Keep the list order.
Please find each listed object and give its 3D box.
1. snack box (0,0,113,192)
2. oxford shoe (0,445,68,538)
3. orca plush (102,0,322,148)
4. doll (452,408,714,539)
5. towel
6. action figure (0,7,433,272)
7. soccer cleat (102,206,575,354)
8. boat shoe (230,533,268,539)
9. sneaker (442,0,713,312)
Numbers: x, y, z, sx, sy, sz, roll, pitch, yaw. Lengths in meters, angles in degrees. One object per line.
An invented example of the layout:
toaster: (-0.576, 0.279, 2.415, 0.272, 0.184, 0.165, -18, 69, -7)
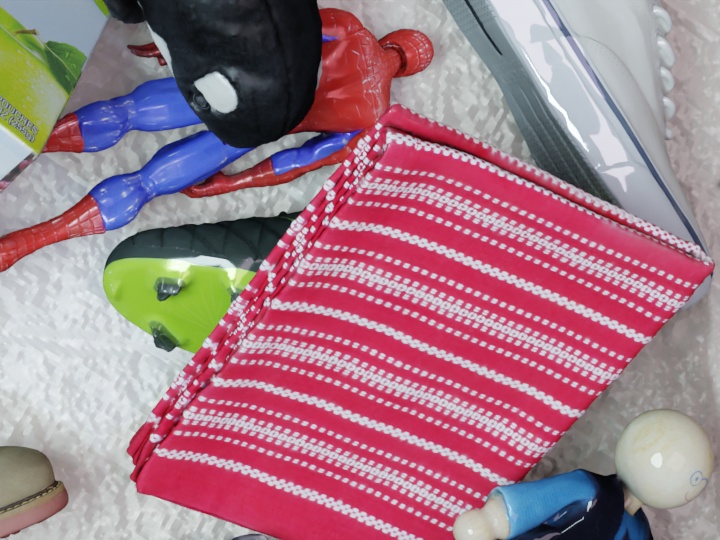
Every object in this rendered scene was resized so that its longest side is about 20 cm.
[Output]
snack box: (-0.179, -0.127, 0.763, 0.200, 0.053, 0.143, 39, 36, -18)
oxford shoe: (-0.202, 0.071, 0.798, 0.199, 0.070, 0.075, -4, 89, -21)
orca plush: (-0.033, -0.141, 0.782, 0.105, 0.071, 0.202, -1, 98, -39)
doll: (0.067, 0.136, 0.889, 0.200, 0.048, 0.136, -51, 139, -1)
towel: (0.018, 0.038, 0.836, 0.144, 0.023, 0.200, 23, 126, -22)
action figure: (-0.057, -0.057, 0.854, 0.199, 0.052, 0.066, -20, 105, -23)
soccer cleat: (0.000, 0.000, 0.875, 0.198, 0.068, 0.081, 5, 52, -7)
boat shoe: (-0.053, 0.203, 0.857, 0.090, 0.071, 0.202, -14, 96, -17)
sneaker: (0.097, -0.079, 0.896, 0.071, 0.073, 0.201, -34, 103, -12)
